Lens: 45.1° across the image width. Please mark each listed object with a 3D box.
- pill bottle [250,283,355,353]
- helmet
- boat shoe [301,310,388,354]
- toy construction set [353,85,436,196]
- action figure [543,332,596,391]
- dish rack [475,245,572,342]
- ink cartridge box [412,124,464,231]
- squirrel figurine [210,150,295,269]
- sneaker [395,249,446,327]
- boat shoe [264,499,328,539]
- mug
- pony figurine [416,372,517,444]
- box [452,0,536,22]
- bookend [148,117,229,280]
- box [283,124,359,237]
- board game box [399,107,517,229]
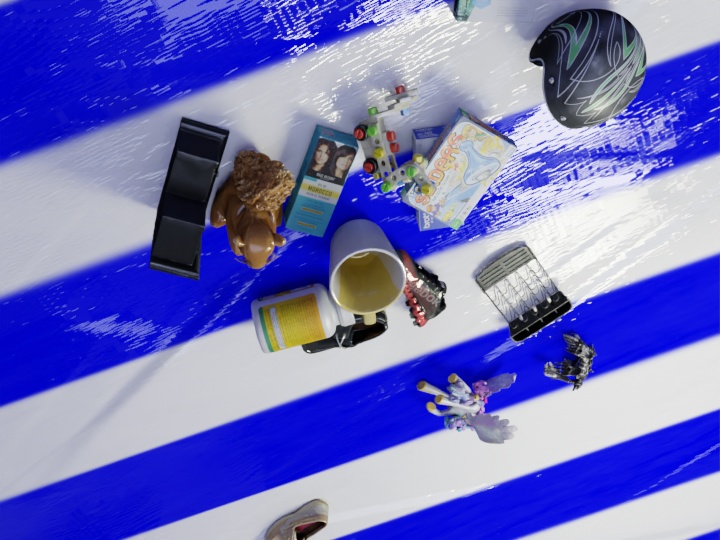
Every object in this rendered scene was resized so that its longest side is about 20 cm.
[{"bbox_3d":[-0.115,0.091,1.764,0.196,0.114,0.114,-15,126,-1],"label":"pill bottle"},{"bbox_3d":[0.401,-0.352,1.515,0.196,0.192,0.203,-5,124,-8],"label":"helmet"},{"bbox_3d":[-0.035,0.132,1.837,0.197,0.068,0.073,-20,127,4],"label":"boat shoe"},{"bbox_3d":[0.064,-0.228,1.566,0.129,0.092,0.204,-6,95,32],"label":"toy construction set"},{"bbox_3d":[0.480,0.203,1.965,0.120,0.101,0.200,-61,160,-2],"label":"action figure"},{"bbox_3d":[0.345,0.046,1.860,0.152,0.055,0.200,-34,123,12],"label":"dish rack"},{"bbox_3d":[0.152,-0.178,1.675,0.092,0.045,0.203,-8,125,-4],"label":"ink cartridge box"},{"bbox_3d":[-0.193,-0.109,1.567,0.139,0.188,0.203,6,123,-14],"label":"squirrel figurine"},{"bbox_3d":[0.124,0.025,1.792,0.096,0.071,0.202,-22,127,5],"label":"sneaker"},{"bbox_3d":[-0.160,0.651,2.160,0.199,0.070,0.074,-39,122,15],"label":"boat shoe"},{"bbox_3d":[-0.005,-0.007,1.694,0.147,0.154,0.188,18,120,-22],"label":"mug"},{"bbox_3d":[0.252,0.304,1.976,0.199,0.169,0.191,32,146,-31],"label":"pony figurine"},{"bbox_3d":[0.239,-0.523,1.464,0.141,0.037,0.203,-3,123,-10],"label":"box"},{"bbox_3d":[-0.300,-0.128,1.526,0.090,0.200,0.202,13,120,-17],"label":"bookend"},{"bbox_3d":[-0.076,-0.166,1.636,0.081,0.049,0.202,13,121,-19],"label":"box"},{"bbox_3d":[0.182,-0.187,1.624,0.134,0.035,0.201,24,118,-22],"label":"board game box"}]
